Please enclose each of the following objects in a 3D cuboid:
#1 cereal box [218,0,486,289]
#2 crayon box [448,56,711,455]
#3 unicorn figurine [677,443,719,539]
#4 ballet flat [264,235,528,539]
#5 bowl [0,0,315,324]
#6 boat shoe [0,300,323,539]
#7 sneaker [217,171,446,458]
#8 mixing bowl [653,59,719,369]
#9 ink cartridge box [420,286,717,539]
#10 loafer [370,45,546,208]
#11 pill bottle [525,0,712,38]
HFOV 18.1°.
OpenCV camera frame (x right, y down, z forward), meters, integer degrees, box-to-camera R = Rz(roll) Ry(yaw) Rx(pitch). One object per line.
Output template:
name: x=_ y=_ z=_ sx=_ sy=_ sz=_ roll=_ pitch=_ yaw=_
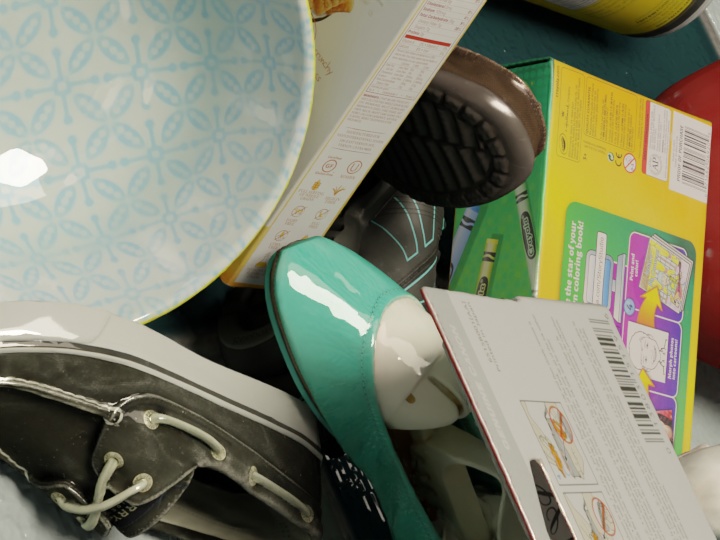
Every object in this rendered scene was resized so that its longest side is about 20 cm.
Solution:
cereal box: x=-0.025 y=-0.112 z=0.923 sx=0.039 sy=0.200 sz=0.144 roll=6 pitch=38 yaw=-43
crayon box: x=0.101 y=0.014 z=1.057 sx=0.118 sy=0.058 sz=0.201 roll=16 pitch=75 yaw=-41
unicorn figurine: x=0.169 y=0.090 z=1.002 sx=0.200 sy=0.137 sz=0.074 roll=24 pitch=67 yaw=-57
ballet flat: x=0.029 y=0.065 z=0.932 sx=0.067 sy=0.070 sz=0.201 roll=-55 pitch=131 yaw=-42
bowl: x=-0.129 y=-0.082 z=0.874 sx=0.200 sy=0.201 sz=0.108 roll=26 pitch=5 yaw=-33
boat shoe: x=-0.087 y=0.066 z=0.862 sx=0.199 sy=0.071 sz=0.064 roll=21 pitch=49 yaw=-39
sneaker: x=0.000 y=0.000 z=1.018 sx=0.079 sy=0.075 sz=0.200 roll=56 pitch=41 yaw=-23
mixing bowl: x=0.196 y=-0.027 z=1.167 sx=0.108 sy=0.200 sz=0.201 roll=-2 pitch=60 yaw=-8
ink cartridge box: x=0.086 y=0.106 z=0.848 sx=0.173 sy=0.043 sz=0.201 roll=6 pitch=56 yaw=-60
loafer: x=0.017 y=-0.085 z=0.981 sx=0.071 sy=0.200 sz=0.073 roll=-37 pitch=123 yaw=-22
pill bottle: x=0.105 y=-0.200 z=1.226 sx=0.199 sy=0.112 sz=0.113 roll=13 pitch=55 yaw=-42
